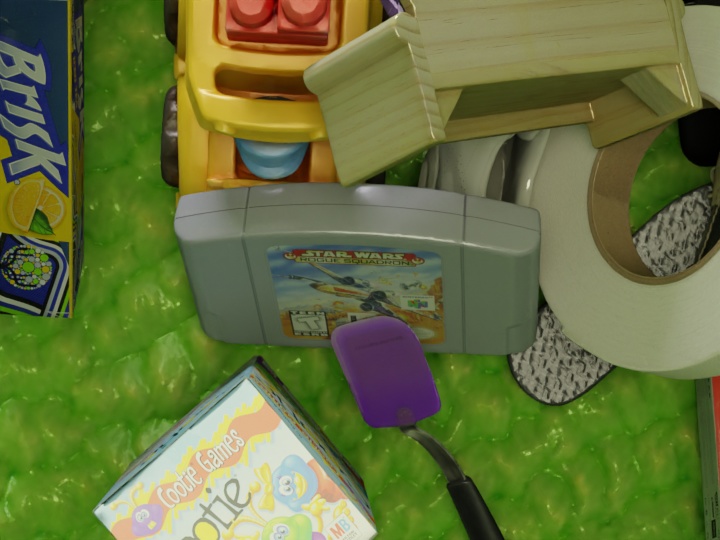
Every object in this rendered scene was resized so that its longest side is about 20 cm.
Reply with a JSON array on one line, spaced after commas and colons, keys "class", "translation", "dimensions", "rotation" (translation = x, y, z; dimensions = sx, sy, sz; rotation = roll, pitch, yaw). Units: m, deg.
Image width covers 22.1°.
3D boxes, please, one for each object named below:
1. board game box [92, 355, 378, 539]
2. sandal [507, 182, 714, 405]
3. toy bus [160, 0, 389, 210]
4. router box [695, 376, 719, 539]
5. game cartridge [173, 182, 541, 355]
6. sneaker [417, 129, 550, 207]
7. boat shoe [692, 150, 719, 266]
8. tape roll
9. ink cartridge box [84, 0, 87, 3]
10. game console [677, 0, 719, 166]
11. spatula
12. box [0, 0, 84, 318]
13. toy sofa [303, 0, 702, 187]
[{"class": "board game box", "translation": [-0.064, 0.122, 0.992], "dimensions": [0.105, 0.200, 0.103], "rotation": [-41, 91, -1]}, {"class": "sandal", "translation": [0.174, 0.008, 1.084], "dimensions": [0.199, 0.043, 0.077], "rotation": [-28, 83, 6]}, {"class": "toy bus", "translation": [-0.043, -0.117, 0.997], "dimensions": [0.134, 0.192, 0.202], "rotation": [3, 92, -3]}, {"class": "router box", "translation": [0.289, 0.134, 1.058], "dimensions": [0.178, 0.049, 0.202], "rotation": [-2, 76, -2]}, {"class": "game cartridge", "translation": [0.000, 0.000, 1.020], "dimensions": [0.198, 0.133, 0.042], "rotation": [2, 64, 6]}, {"class": "sneaker", "translation": [0.075, -0.106, 1.043], "dimensions": [0.075, 0.088, 0.202], "rotation": [-7, 96, -28]}, {"class": "boat shoe", "translation": [0.230, -0.057, 1.030], "dimensions": [0.062, 0.071, 0.201], "rotation": [32, 98, 42]}, {"class": "tape roll", "translation": [0.175, -0.042, 1.001], "dimensions": [0.037, 0.202, 0.205], "rotation": [14, 90, -43]}, {"class": "ink cartridge box", "translation": [-0.202, -0.258, 1.046], "dimensions": [0.200, 0.076, 0.148], "rotation": [43, 89, -3]}, {"class": "game console", "translation": [0.266, -0.182, 1.093], "dimensions": [0.198, 0.117, 0.177], "rotation": [-13, 61, -2]}, {"class": "spatula", "translation": [0.048, 0.112, 1.059], "dimensions": [0.056, 0.021, 0.201], "rotation": [-16, 116, 33]}, {"class": "box", "translation": [-0.185, -0.077, 1.008], "dimensions": [0.064, 0.070, 0.202], "rotation": [2, 120, -3]}, {"class": "toy sofa", "translation": [0.073, -0.109, 0.941], "dimensions": [0.199, 0.083, 0.098], "rotation": [-11, 83, -37]}]
